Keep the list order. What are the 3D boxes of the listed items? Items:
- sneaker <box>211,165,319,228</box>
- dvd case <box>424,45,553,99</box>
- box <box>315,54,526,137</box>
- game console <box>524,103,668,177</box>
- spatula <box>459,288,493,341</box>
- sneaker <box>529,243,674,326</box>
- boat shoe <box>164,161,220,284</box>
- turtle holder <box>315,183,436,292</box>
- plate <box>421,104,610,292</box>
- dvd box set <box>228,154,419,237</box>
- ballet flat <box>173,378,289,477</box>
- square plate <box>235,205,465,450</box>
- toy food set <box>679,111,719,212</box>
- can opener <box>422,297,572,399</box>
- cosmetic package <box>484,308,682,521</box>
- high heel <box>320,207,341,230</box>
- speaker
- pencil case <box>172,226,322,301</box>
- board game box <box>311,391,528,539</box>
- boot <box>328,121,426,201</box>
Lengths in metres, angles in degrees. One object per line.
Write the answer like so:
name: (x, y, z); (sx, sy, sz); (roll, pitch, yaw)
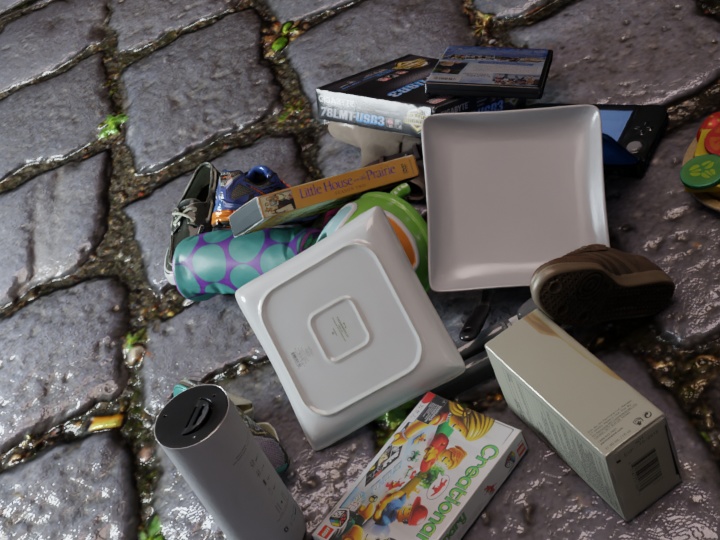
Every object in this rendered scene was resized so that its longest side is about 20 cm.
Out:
sneaker: (-0.114, -0.096, 1.587); (0.075, 0.079, 0.200); (0, 3, 30)
dvd case: (0.166, -0.252, 1.561); (0.142, 0.018, 0.200); (5, 24, 11)
box: (0.079, -0.226, 1.590); (0.198, 0.050, 0.200); (15, 30, 40)
game console: (0.247, -0.180, 1.498); (0.199, 0.119, 0.171); (7, 50, 34)
spatula: (0.138, 0.029, 1.359); (0.056, 0.021, 0.200); (-4, 27, 19)
sneaker: (0.234, 0.010, 1.268); (0.076, 0.199, 0.071); (49, 121, 42)
boat shoe: (-0.232, -0.067, 1.690); (0.070, 0.064, 0.201); (-9, 42, 22)
turtle holder: (-0.002, -0.010, 1.419); (0.132, 0.141, 0.185); (-35, 22, -36)
plate: (0.171, -0.078, 1.366); (0.198, 0.032, 0.201); (-3, 83, 5)
dvd box set: (-0.046, -0.087, 1.463); (0.199, 0.030, 0.146); (-17, -1, -21)
ballet flat: (-0.139, 0.178, 1.380); (0.072, 0.072, 0.200); (-38, 40, -13)
square plate: (-0.017, 0.064, 1.322); (0.198, 0.201, 0.028); (-30, -8, 16)
toy food set: (0.458, -0.131, 1.379); (0.199, 0.049, 0.198); (1, 47, 30)
can opener: (0.148, 0.073, 1.325); (0.199, 0.067, 0.053); (-31, 40, 4)
cosmetic package: (0.212, 0.134, 1.186); (0.071, 0.105, 0.200); (-33, 41, -10)
high heel: (0.038, -0.057, 1.529); (0.199, 0.068, 0.096); (7, 41, 29)
speaker: (-0.126, 0.205, 1.222); (0.081, 0.200, 0.081); (-16, 40, 13)
pencil case: (-0.133, -0.007, 1.543); (0.199, 0.093, 0.085); (-2, 43, 30)
board game box: (0.061, 0.220, 1.230); (0.126, 0.035, 0.200); (18, 57, 41)
boot: (0.026, -0.151, 1.634); (0.199, 0.070, 0.147); (-2, 48, 29)
